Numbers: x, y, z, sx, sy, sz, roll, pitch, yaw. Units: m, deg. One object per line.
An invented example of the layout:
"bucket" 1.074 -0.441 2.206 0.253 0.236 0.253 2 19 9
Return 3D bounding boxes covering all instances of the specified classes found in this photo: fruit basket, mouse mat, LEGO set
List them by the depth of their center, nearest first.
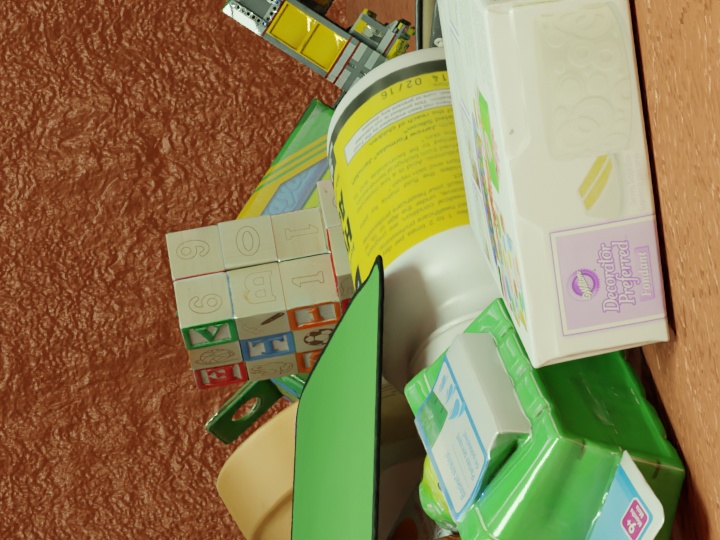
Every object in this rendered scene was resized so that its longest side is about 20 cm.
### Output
"fruit basket" 0.047 0.121 1.153 0.200 0.094 0.185 -57 27 22
"mouse mat" -0.012 0.099 1.281 0.200 0.008 0.161 121 153 -65
"LEGO set" 0.009 -0.168 1.644 0.154 0.116 0.200 -56 -6 -3

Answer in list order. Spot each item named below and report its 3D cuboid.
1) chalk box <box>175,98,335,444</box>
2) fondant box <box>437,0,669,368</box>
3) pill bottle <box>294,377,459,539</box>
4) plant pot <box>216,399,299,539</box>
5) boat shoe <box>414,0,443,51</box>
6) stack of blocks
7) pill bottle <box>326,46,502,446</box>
"chalk box" -0.022 0.023 1.672 0.200 0.124 0.124 -58 -14 -6
"fondant box" 0.073 -0.063 1.130 0.200 0.058 0.145 -103 4 -72
"pill bottle" 0.027 0.107 1.406 0.200 0.113 0.114 -108 9 -76
"plant pot" 0.035 0.141 1.599 0.200 0.200 0.140 86 159 -71
"boat shoe" 0.045 -0.171 1.355 0.074 0.060 0.200 -101 2 -52
"stack of blocks" 0.000 0.000 1.484 0.115 0.199 0.059 82 178 -64
"pill bottle" 0.050 -0.004 1.312 0.200 0.111 0.111 -102 3 -46
